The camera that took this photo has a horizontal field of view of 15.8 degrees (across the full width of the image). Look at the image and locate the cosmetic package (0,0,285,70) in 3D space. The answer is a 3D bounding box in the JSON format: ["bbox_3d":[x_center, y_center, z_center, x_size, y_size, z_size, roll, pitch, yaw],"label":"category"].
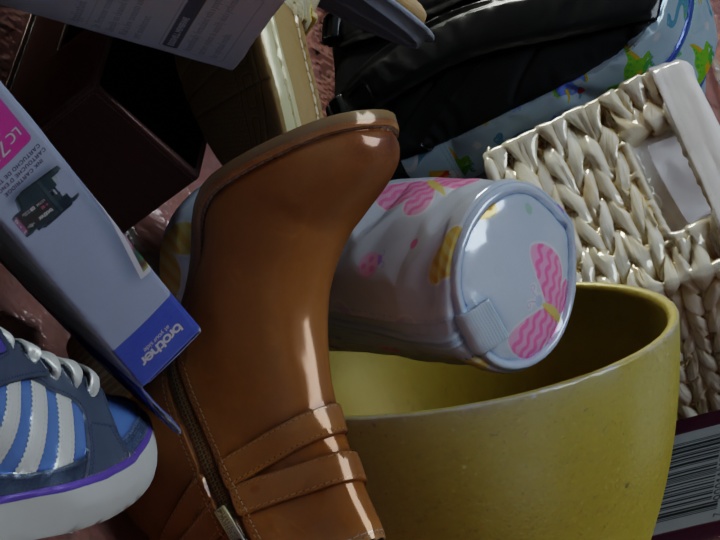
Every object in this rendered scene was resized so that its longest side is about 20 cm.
[{"bbox_3d":[-0.113,-0.212,1.049,0.199,0.123,0.201,16,76,-11],"label":"cosmetic package"}]

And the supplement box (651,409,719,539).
[{"bbox_3d":[0.213,0.186,1.342,0.201,0.103,0.131,65,23,-23],"label":"supplement box"}]

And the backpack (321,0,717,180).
[{"bbox_3d":[0.095,-0.120,1.428,0.153,0.200,0.164,34,35,-37],"label":"backpack"}]

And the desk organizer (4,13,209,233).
[{"bbox_3d":[-0.111,-0.101,1.217,0.072,0.077,0.201,42,31,-24],"label":"desk organizer"}]

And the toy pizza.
[{"bbox_3d":[-0.045,-0.174,1.327,0.199,0.032,0.200,30,0,0],"label":"toy pizza"}]

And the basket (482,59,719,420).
[{"bbox_3d":[0.152,0.008,1.387,0.200,0.123,0.136,65,4,-57],"label":"basket"}]

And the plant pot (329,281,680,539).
[{"bbox_3d":[0.057,0.101,1.182,0.200,0.199,0.143,-35,117,-62],"label":"plant pot"}]

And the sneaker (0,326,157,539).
[{"bbox_3d":[-0.146,0.024,0.973,0.200,0.080,0.148,-15,108,-55],"label":"sneaker"}]

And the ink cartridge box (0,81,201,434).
[{"bbox_3d":[-0.135,-0.028,1.019,0.119,0.042,0.200,36,-16,47],"label":"ink cartridge box"}]

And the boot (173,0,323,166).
[{"bbox_3d":[-0.015,-0.133,1.185,0.155,0.073,0.201,-7,71,-37],"label":"boot"}]

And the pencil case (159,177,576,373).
[{"bbox_3d":[0.000,0.000,1.157,0.091,0.199,0.084,-32,114,-42],"label":"pencil case"}]

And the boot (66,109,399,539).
[{"bbox_3d":[-0.027,0.044,1.066,0.073,0.200,0.155,6,47,-49],"label":"boot"}]
